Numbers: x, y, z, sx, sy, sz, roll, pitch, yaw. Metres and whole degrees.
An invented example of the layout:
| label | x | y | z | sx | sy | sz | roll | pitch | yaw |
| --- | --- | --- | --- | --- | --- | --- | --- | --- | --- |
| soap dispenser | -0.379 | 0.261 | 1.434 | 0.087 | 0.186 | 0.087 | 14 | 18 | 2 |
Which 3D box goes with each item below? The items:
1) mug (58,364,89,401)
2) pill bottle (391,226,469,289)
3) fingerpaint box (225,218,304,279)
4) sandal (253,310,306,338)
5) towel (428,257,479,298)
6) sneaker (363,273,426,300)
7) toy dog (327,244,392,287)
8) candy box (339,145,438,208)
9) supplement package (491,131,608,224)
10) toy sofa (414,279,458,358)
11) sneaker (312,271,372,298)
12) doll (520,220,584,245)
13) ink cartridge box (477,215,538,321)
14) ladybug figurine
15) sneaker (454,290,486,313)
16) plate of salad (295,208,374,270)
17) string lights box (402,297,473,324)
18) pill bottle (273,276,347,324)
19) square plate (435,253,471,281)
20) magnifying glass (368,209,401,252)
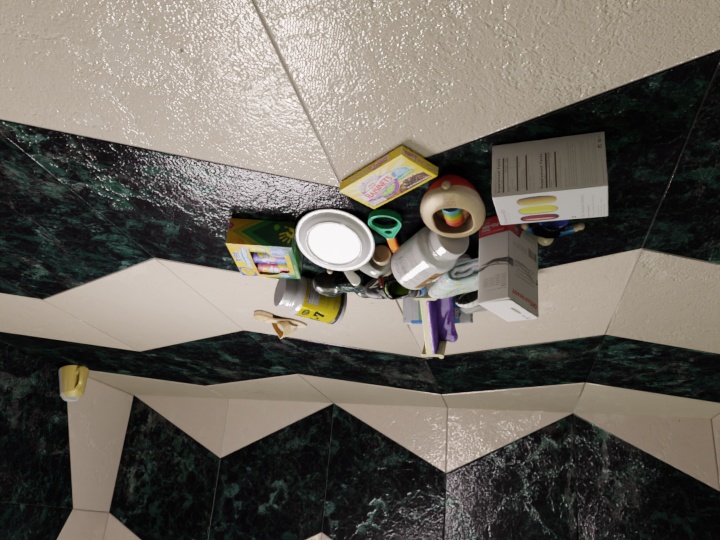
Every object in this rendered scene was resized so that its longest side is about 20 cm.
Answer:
| label | x | y | z | sx | sy | sz | roll | pitch | yaw |
| --- | --- | --- | --- | --- | --- | --- | --- | --- | --- |
| mug | -1.479 | 0.578 | 3.237 | 0.145 | 0.156 | 0.188 | -2 | 151 | -12 |
| pill bottle | 0.163 | -0.041 | 1.477 | 0.112 | 0.117 | 0.200 | 14 | 153 | -22 |
| fingerpaint box | -0.237 | -0.050 | 1.601 | 0.162 | 0.075 | 0.201 | 4 | 157 | 3 |
| sandal | -0.286 | 0.204 | 2.222 | 0.209 | 0.071 | 0.077 | 21 | 153 | -33 |
| towel | 0.281 | 0.016 | 1.574 | 0.195 | 0.049 | 0.172 | -13 | 162 | -14 |
| sneaker | 0.081 | 0.041 | 1.663 | 0.197 | 0.073 | 0.082 | -3 | 178 | 43 |
| toy dog | 0.000 | 0.000 | 1.637 | 0.196 | 0.099 | 0.131 | -11 | 152 | 34 |
| candy box | 0.054 | -0.184 | 1.280 | 0.101 | 0.027 | 0.198 | 25 | 151 | -31 |
| supplement package | 0.345 | -0.163 | 1.152 | 0.195 | 0.112 | 0.114 | -4 | 156 | 21 |
| toy sofa | 0.207 | 0.133 | 1.717 | 0.095 | 0.083 | 0.204 | -1 | 119 | 17 |
| sneaker | -0.035 | 0.027 | 1.761 | 0.195 | 0.077 | 0.080 | 3 | 153 | -19 |
| doll | 0.414 | -0.105 | 1.359 | 0.133 | 0.050 | 0.201 | 4 | 157 | 6 |
| ink cartridge box | 0.332 | -0.003 | 1.417 | 0.082 | 0.205 | 0.146 | -13 | 152 | 39 |
| ladybug figurine | 0.191 | -0.136 | 1.302 | 0.132 | 0.074 | 0.201 | -1 | 157 | 13 |
| sneaker | 0.355 | 0.065 | 1.702 | 0.196 | 0.075 | 0.080 | -16 | 139 | 17 |
| plate of salad | -0.060 | -0.077 | 1.521 | 0.195 | 0.049 | 0.203 | 7 | 136 | 6 |
| string lights box | 0.220 | 0.100 | 1.804 | 0.195 | 0.106 | 0.059 | -2 | 174 | 17 |
| pill bottle | -0.146 | 0.082 | 1.844 | 0.196 | 0.117 | 0.114 | 16 | 155 | -24 |
| square plate | 0.200 | -0.003 | 1.677 | 0.195 | 0.029 | 0.199 | 0 | 157 | 12 |
| magnifying glass | 0.068 | -0.091 | 1.504 | 0.078 | 0.023 | 0.200 | 0 | 159 | 13 |
